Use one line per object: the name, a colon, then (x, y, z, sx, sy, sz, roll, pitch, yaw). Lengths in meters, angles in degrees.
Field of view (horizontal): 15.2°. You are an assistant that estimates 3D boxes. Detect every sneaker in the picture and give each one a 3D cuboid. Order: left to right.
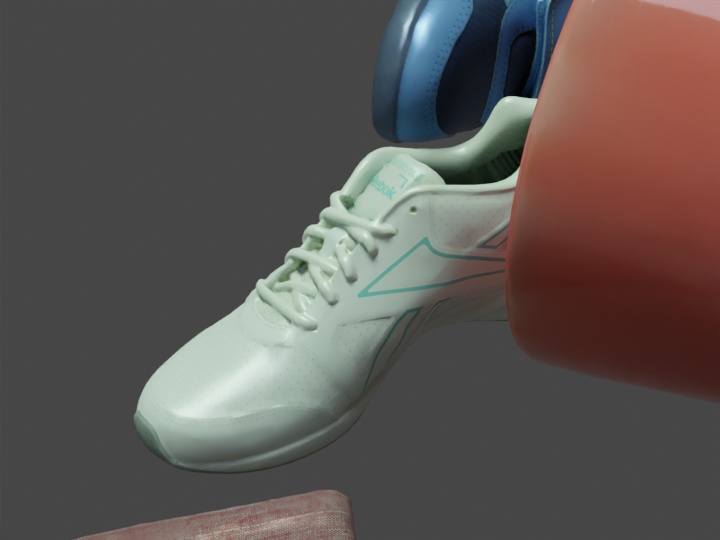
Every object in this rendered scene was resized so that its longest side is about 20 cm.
sneaker: (0.000, 0.000, 0.976, 0.200, 0.080, 0.070, -31, 46, -18)
sneaker: (0.081, -0.093, 1.033, 0.082, 0.074, 0.200, 30, 38, 28)

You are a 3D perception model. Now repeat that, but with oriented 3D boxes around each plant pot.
plant pot: (0.169, -0.034, 0.897, 0.177, 0.201, 0.201, 22, 51, 21)

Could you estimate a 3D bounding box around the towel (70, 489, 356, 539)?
towel: (-0.059, 0.159, 0.858, 0.143, 0.023, 0.200, -11, 43, -1)
